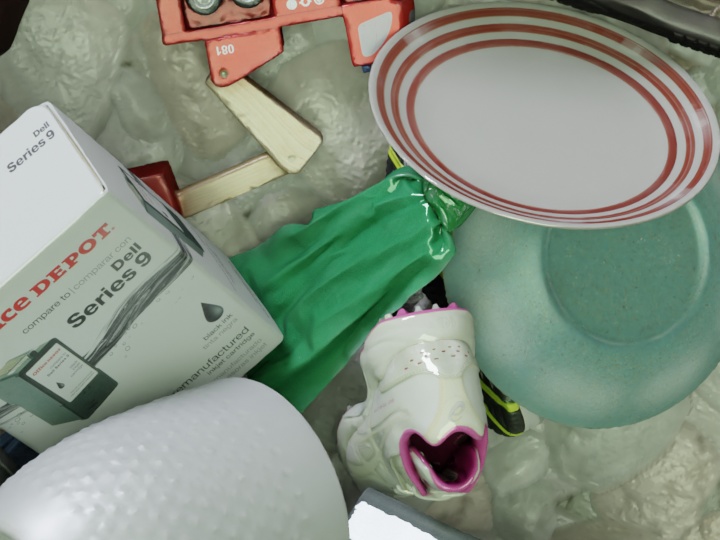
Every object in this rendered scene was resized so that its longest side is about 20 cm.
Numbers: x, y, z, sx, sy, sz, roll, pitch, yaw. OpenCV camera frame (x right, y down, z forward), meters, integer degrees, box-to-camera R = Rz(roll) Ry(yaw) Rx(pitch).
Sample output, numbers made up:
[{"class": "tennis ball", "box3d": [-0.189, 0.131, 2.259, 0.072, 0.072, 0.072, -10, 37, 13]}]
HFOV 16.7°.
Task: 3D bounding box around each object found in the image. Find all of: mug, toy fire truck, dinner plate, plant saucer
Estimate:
[{"class": "mug", "box3d": [-0.107, 0.173, 1.304, 0.148, 0.175, 0.200, -36, 76, 48]}, {"class": "toy fire truck", "box3d": [-0.061, -0.105, 1.429, 0.199, 0.049, 0.141, -9, 101, 2]}, {"class": "dinner plate", "box3d": [0.102, -0.083, 1.367, 0.200, 0.200, 0.024, 10, 130, -1]}, {"class": "plant saucer", "box3d": [0.145, -0.009, 1.408, 0.200, 0.039, 0.202, 1, 88, -20]}]

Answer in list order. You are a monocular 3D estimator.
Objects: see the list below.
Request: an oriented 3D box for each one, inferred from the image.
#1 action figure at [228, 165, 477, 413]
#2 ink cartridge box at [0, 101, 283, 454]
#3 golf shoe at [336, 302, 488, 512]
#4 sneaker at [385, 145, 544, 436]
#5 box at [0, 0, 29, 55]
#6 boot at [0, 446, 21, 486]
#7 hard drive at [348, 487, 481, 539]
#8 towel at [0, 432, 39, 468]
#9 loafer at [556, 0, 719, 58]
[{"class": "action figure", "box3d": [0.000, 0.000, 1.401, 0.200, 0.055, 0.118, -38, 65, 36]}, {"class": "ink cartridge box", "box3d": [-0.159, 0.020, 1.352, 0.146, 0.200, 0.084, -41, 53, 5]}, {"class": "golf shoe", "box3d": [0.032, 0.103, 1.402, 0.075, 0.200, 0.092, -11, 58, -11]}, {"class": "sneaker", "box3d": [0.075, -0.006, 1.444, 0.076, 0.075, 0.201, -24, 100, -23]}, {"class": "box", "box3d": [-0.247, -0.233, 1.349, 0.166, 0.164, 0.200, 22, 101, -3]}, {"class": "boot", "box3d": [-0.259, 0.115, 1.358, 0.181, 0.200, 0.073, -8, 73, 19]}, {"class": "hard drive", "box3d": [0.054, 0.221, 1.358, 0.200, 0.033, 0.140, 23, 68, 26]}, {"class": "towel", "box3d": [-0.233, 0.179, 1.477, 0.200, 0.049, 0.112, -35, 81, 7]}, {"class": "loafer", "box3d": [0.148, -0.182, 1.405, 0.199, 0.073, 0.071, 20, 91, -8]}]
